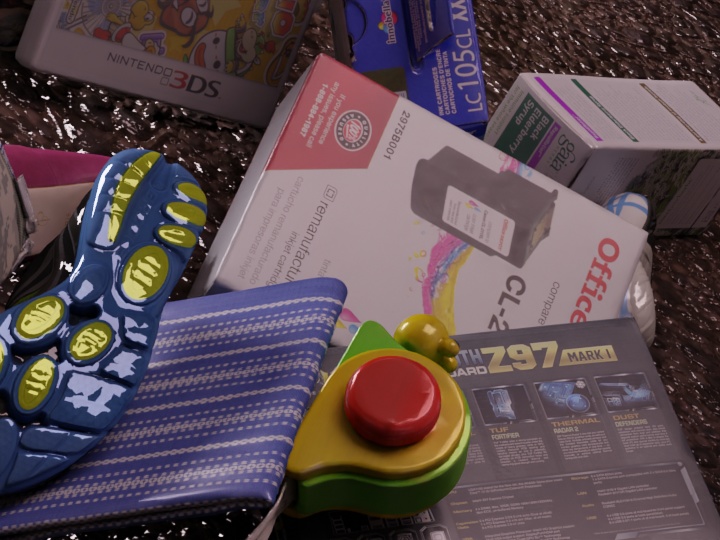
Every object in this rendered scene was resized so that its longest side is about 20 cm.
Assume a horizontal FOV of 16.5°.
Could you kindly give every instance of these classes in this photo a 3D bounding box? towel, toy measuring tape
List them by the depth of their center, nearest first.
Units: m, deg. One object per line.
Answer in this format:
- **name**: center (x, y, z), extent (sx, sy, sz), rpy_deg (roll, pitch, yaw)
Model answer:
- **toy measuring tape**: center (-0.002, 0.099, 1.061), extent (0.073, 0.074, 0.200), rpy_deg (31, 57, -2)
- **towel**: center (-0.086, 0.063, 1.097), extent (0.144, 0.024, 0.200), rpy_deg (-10, 24, 15)

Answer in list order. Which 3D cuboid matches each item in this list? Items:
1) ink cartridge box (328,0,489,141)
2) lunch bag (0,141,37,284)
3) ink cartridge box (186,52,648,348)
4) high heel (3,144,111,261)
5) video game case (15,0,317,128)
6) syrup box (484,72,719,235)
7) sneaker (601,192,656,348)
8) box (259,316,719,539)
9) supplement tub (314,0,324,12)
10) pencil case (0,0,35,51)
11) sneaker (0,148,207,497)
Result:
- **ink cartridge box**: center (0.025, -0.124, 1.399), extent (0.076, 0.137, 0.200), rpy_deg (-8, -11, -1)
- **lunch bag**: center (-0.234, -0.017, 1.054), extent (0.168, 0.139, 0.200), rpy_deg (44, 25, -13)
- **ink cartridge box**: center (0.029, 0.005, 1.272), extent (0.200, 0.083, 0.146), rpy_deg (28, 64, -9)
- **high heel**: center (-0.189, -0.040, 1.230), extent (0.200, 0.068, 0.096), rpy_deg (1, 15, -30)
- **video game case**: center (-0.087, -0.190, 1.411), extent (0.182, 0.200, 0.023), rpy_deg (12, 15, -44)
- **syrup box**: center (0.167, -0.075, 1.635), extent (0.200, 0.079, 0.081), rpy_deg (-2, 42, -48)
- **sneaker**: center (0.144, -0.001, 1.504), extent (0.072, 0.072, 0.200), rpy_deg (2, 18, 7)
- **box**: center (0.056, 0.102, 1.145), extent (0.200, 0.051, 0.158), rpy_deg (-5, 50, -17)
- **supplement tub**: center (-0.113, -0.241, 1.542), extent (0.144, 0.145, 0.200), rpy_deg (-2, 43, -49)
- **pencil case**: center (-0.253, -0.213, 1.414), extent (0.200, 0.078, 0.089), rpy_deg (41, 3, 16)
- **sneaker**: center (-0.127, 0.031, 1.091), extent (0.071, 0.083, 0.200), rpy_deg (31, 46, -4)
